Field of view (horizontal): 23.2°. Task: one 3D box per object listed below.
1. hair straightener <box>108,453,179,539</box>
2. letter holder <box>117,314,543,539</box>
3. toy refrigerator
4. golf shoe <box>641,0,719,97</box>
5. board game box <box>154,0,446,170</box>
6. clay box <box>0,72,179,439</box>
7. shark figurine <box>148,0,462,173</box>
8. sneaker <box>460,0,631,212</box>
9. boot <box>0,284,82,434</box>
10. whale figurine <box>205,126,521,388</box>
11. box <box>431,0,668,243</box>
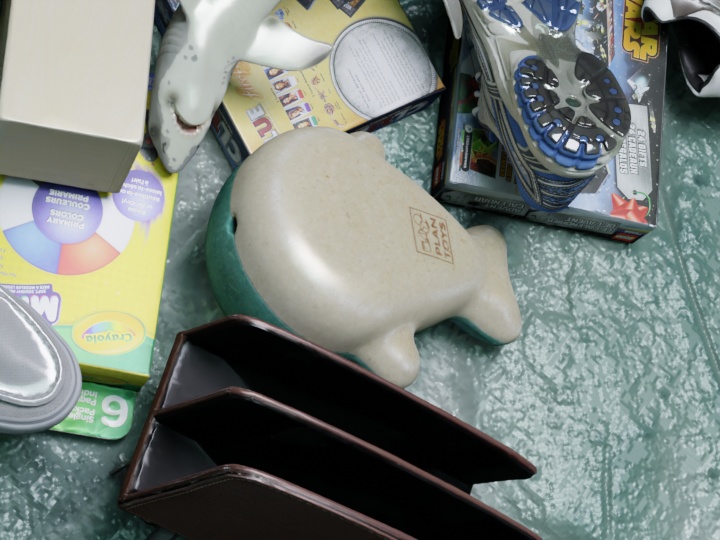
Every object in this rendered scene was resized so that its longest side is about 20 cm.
[{"bbox_3d":[-0.094,0.117,0.938,0.077,0.041,0.200,38,66,-5],"label":"hair straightener"},{"bbox_3d":[0.003,0.106,0.894,0.199,0.142,0.101,29,65,-23],"label":"letter holder"},{"bbox_3d":[-0.152,-0.148,0.939,0.075,0.070,0.201,8,66,-17],"label":"toy refrigerator"},{"bbox_3d":[0.248,-0.129,1.101,0.200,0.078,0.095,44,77,-20],"label":"golf shoe"},{"bbox_3d":[-0.055,-0.165,1.040,0.135,0.035,0.201,-25,83,-23],"label":"board game box"},{"bbox_3d":[-0.162,-0.016,0.952,0.114,0.048,0.201,10,70,-14],"label":"clay box"},{"bbox_3d":[-0.047,-0.160,0.980,0.214,0.089,0.129,-29,112,-20],"label":"shark figurine"},{"bbox_3d":[0.090,-0.118,1.011,0.077,0.085,0.201,1,51,-15],"label":"sneaker"},{"bbox_3d":[-0.219,0.007,0.850,0.199,0.096,0.074,33,68,-6],"label":"boot"},{"bbox_3d":[0.000,0.000,0.987,0.199,0.104,0.160,12,56,-39],"label":"whale figurine"},{"bbox_3d":[0.121,-0.127,1.083,0.136,0.040,0.201,12,71,-14],"label":"box"}]
